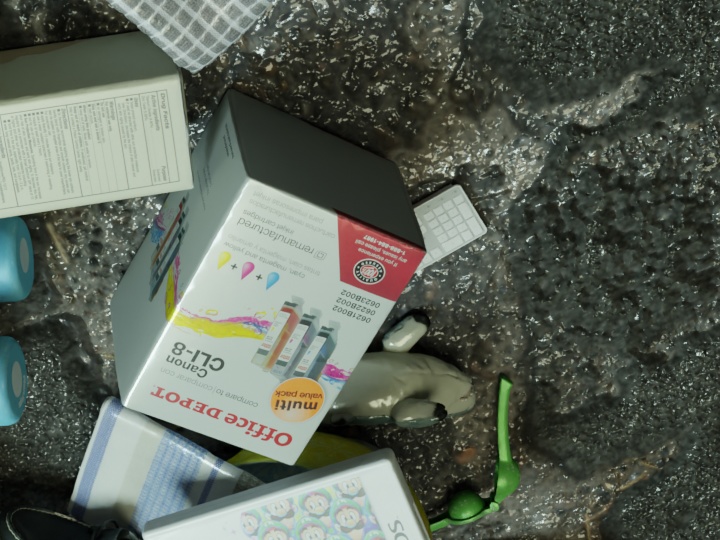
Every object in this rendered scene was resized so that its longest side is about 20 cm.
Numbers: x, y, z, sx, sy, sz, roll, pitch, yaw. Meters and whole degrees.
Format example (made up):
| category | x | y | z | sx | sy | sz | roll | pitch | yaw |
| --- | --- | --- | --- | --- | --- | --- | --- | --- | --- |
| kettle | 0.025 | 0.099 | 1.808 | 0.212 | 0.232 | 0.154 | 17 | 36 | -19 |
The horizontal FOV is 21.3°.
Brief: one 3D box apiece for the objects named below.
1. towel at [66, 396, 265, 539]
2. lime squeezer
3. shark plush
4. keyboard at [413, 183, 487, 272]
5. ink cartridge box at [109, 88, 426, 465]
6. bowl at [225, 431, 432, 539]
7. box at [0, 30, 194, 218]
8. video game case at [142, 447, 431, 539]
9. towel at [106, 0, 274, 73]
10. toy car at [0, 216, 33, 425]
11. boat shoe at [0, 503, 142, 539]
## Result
| category | x | y | z | sx | sy | sz | roll | pitch | yaw |
| --- | --- | --- | --- | --- | --- | --- | --- | --- | --- |
| towel | -0.130 | 0.190 | 1.492 | 0.199 | 0.024 | 0.147 | 28 | 130 | 6 |
| lime squeezer | 0.088 | 0.181 | 1.596 | 0.070 | 0.038 | 0.200 | 26 | 115 | -27 |
| shark plush | -0.007 | 0.114 | 1.515 | 0.199 | 0.091 | 0.083 | -21 | 156 | -4 |
| keyboard | 0.000 | 0.000 | 1.471 | 0.199 | 0.011 | 0.056 | -29 | 125 | 7 |
| ink cartridge box | -0.072 | 0.007 | 1.370 | 0.145 | 0.145 | 0.200 | 22 | 115 | -22 |
| bowl | -0.022 | 0.196 | 1.523 | 0.199 | 0.108 | 0.201 | 15 | 129 | 19 |
| box | -0.219 | -0.097 | 1.313 | 0.199 | 0.078 | 0.095 | -8 | 125 | -8 |
| video game case | -0.038 | 0.238 | 1.435 | 0.199 | 0.024 | 0.183 | -18 | 113 | 12 |
| towel | -0.120 | -0.244 | 1.234 | 0.165 | 0.086 | 0.200 | -42 | 122 | 14 |
| toy car | -0.316 | 0.068 | 1.383 | 0.183 | 0.178 | 0.200 | -4 | 154 | 5 |
| boat shoe | -0.190 | 0.228 | 1.484 | 0.199 | 0.075 | 0.066 | 34 | 127 | 0 |
